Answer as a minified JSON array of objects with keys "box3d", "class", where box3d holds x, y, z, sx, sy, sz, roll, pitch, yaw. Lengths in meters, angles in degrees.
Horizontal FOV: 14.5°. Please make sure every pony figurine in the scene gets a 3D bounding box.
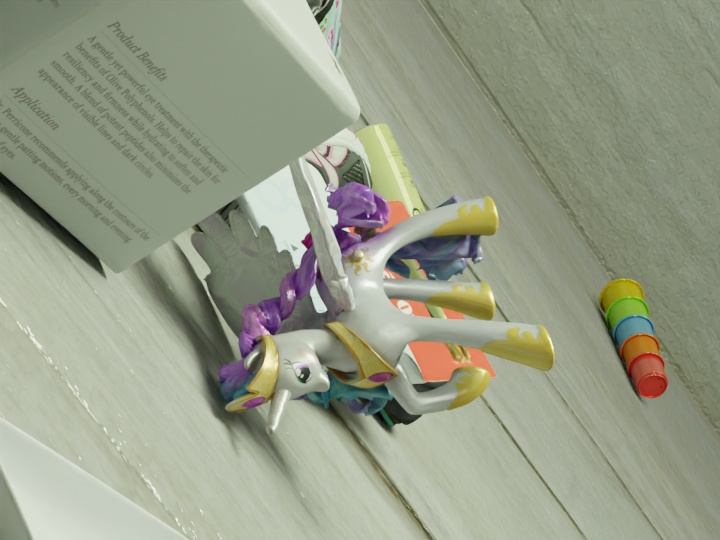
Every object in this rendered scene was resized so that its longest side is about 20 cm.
[{"box3d":[-0.008,0.008,1.686,0.167,0.200,0.193,115,-38,-51],"class":"pony figurine"}]

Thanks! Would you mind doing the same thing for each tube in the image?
[{"box3d":[0.043,-0.030,2.443,0.058,0.052,0.200,-15,74,-37],"class":"tube"}]

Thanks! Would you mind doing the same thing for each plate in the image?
[{"box3d":[-0.091,0.173,1.190,0.200,0.032,0.200,42,19,-56],"class":"plate"}]

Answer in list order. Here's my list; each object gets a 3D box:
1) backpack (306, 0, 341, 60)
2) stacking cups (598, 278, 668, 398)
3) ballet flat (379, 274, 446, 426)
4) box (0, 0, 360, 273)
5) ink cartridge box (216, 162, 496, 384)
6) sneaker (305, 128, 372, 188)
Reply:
[{"box3d":[-0.081,-0.147,1.764,0.167,0.127,0.200,30,-28,16],"class":"backpack"},{"box3d":[0.343,0.090,3.555,0.061,0.060,0.200,52,17,-31],"class":"stacking cups"},{"box3d":[0.003,0.036,1.971,0.200,0.073,0.073,48,14,-43],"class":"ballet flat"},{"box3d":[-0.140,-0.150,1.532,0.199,0.171,0.200,45,16,-54],"class":"box"},{"box3d":[0.000,0.000,1.888,0.200,0.047,0.160,1,52,-43],"class":"ink cartridge box"},{"box3d":[-0.051,-0.063,2.044,0.200,0.080,0.086,26,45,-58],"class":"sneaker"}]
